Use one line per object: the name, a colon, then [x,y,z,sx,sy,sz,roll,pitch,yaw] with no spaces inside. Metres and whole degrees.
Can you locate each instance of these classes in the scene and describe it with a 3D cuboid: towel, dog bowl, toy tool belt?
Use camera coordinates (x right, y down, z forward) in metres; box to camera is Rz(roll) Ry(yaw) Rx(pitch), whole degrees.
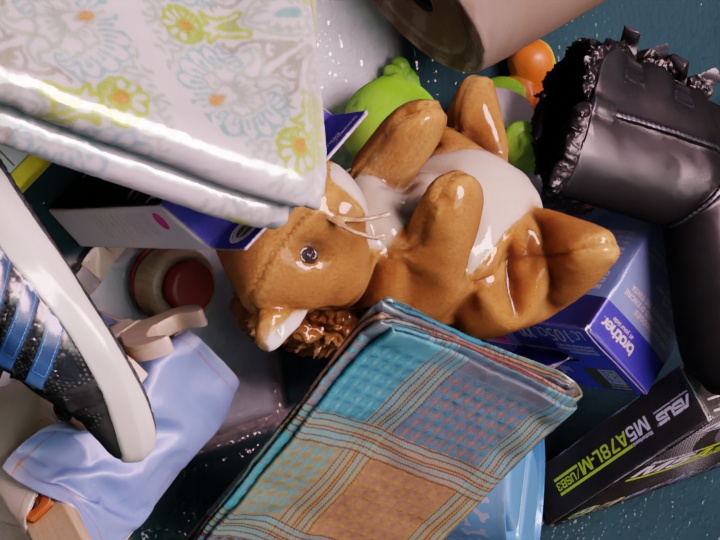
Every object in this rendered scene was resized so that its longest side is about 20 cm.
towel: [0.010,0.111,0.709,0.147,0.022,0.200,23,118,-32]
dog bowl: [0.084,0.137,0.841,0.200,0.049,0.112,66,31,-60]
toy tool belt: [-0.122,0.073,0.701,0.125,0.123,0.200,48,68,-33]
towel: [-0.104,-0.117,0.562,0.200,0.048,0.171,18,50,-30]

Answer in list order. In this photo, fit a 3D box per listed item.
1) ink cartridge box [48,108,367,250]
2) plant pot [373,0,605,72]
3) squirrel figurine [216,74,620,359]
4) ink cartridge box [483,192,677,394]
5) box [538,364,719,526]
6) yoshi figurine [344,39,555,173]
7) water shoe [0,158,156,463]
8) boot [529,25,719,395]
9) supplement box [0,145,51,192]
ink cartridge box: [-0.086,-0.054,0.671,0.095,0.200,0.037,-50,118,-22]
plant pot: [0.092,-0.220,0.794,0.174,0.200,0.200,-45,118,-12]
squirrel figurine: [0.000,0.000,0.716,0.186,0.200,0.142,-13,64,-36]
ink cartridge box: [0.162,0.004,0.886,0.076,0.136,0.200,44,70,-26]
box: [0.246,0.108,0.929,0.200,0.193,0.048,-10,67,-35]
yoshi figurine: [0.064,-0.096,0.837,0.200,0.112,0.112,-27,93,-28]
water shoe: [-0.166,0.016,0.583,0.079,0.071,0.200,-33,113,-10]
boot: [0.178,-0.038,0.780,0.162,0.073,0.199,20,70,-22]
supplement box: [-0.217,-0.078,0.632,0.200,0.109,0.109,-50,119,-20]
